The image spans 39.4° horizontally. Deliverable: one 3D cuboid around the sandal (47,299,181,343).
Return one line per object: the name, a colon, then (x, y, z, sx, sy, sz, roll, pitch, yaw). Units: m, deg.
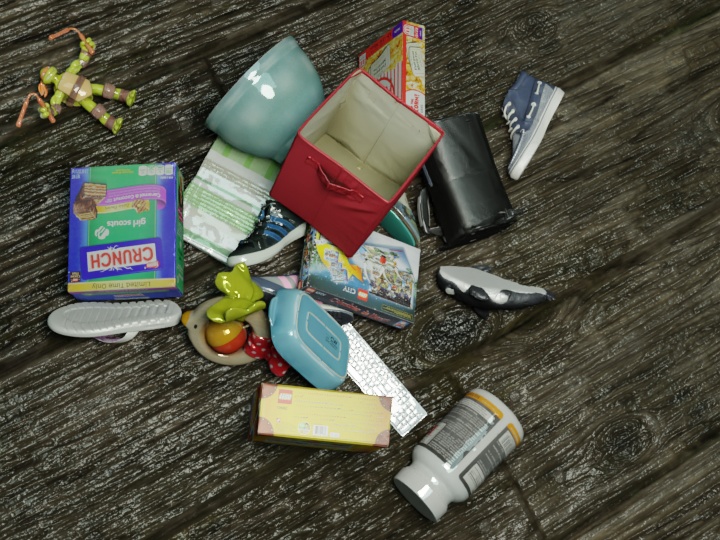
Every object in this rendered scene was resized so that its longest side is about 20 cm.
sandal: (-0.379, 0.087, 1.559, 0.202, 0.083, 0.050, -3, 121, -14)

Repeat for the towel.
towel: (-0.212, -0.114, 1.657, 0.149, 0.031, 0.200, 29, 71, -6)

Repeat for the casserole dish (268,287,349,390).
casserole dish: (-0.071, 0.105, 1.550, 0.039, 0.200, 0.121, -16, 48, 26)

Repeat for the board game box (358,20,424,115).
board game box: (0.051, -0.292, 1.681, 0.046, 0.151, 0.200, 8, 74, -28)

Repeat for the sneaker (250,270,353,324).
sneaker: (-0.104, 0.028, 1.628, 0.200, 0.070, 0.082, 15, 62, -13)

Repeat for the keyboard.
keyboard: (0.023, 0.177, 1.641, 0.056, 0.011, 0.200, -40, 87, -17)

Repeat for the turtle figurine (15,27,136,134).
turtle figurine: (-0.456, -0.281, 1.625, 0.161, 0.064, 0.200, 27, 65, -12)

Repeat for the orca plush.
orca plush: (0.222, 0.045, 1.698, 0.200, 0.071, 0.105, 4, 32, -15)

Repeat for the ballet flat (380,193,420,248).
ballet flat: (0.036, -0.124, 1.686, 0.200, 0.074, 0.074, 42, 73, -2)

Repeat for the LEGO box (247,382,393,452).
LEGO box: (-0.064, 0.228, 1.540, 0.200, 0.149, 0.077, 7, 75, -10)

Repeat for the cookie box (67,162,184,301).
cookie box: (-0.363, -0.059, 1.569, 0.171, 0.075, 0.200, -3, 77, 2)

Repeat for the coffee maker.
coffee maker: (0.177, -0.155, 1.657, 0.135, 0.192, 0.200, -13, 81, -44)

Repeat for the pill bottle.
pill bottle: (0.153, 0.290, 1.586, 0.200, 0.116, 0.116, -42, 88, -17)

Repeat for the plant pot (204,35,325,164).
plant pot: (-0.132, -0.257, 1.619, 0.134, 0.200, 0.200, 44, 73, -4)

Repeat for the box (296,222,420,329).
box: (0.000, 0.000, 1.620, 0.200, 0.038, 0.137, 21, 61, -25)

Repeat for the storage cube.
storage cube: (-0.010, -0.162, 1.543, 0.171, 0.180, 0.200, 37, 57, 1)

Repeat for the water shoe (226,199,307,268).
water shoe: (-0.148, -0.071, 1.611, 0.200, 0.071, 0.079, -35, 110, -40)

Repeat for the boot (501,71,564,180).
boot: (0.279, -0.255, 1.770, 0.090, 0.073, 0.200, 27, 65, 3)

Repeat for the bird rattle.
bird rattle: (-0.184, 0.090, 1.565, 0.163, 0.200, 0.113, -18, 44, 17)
